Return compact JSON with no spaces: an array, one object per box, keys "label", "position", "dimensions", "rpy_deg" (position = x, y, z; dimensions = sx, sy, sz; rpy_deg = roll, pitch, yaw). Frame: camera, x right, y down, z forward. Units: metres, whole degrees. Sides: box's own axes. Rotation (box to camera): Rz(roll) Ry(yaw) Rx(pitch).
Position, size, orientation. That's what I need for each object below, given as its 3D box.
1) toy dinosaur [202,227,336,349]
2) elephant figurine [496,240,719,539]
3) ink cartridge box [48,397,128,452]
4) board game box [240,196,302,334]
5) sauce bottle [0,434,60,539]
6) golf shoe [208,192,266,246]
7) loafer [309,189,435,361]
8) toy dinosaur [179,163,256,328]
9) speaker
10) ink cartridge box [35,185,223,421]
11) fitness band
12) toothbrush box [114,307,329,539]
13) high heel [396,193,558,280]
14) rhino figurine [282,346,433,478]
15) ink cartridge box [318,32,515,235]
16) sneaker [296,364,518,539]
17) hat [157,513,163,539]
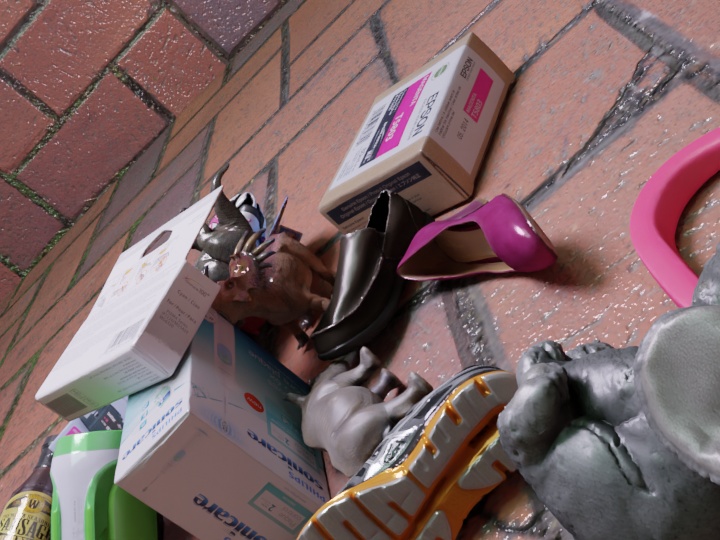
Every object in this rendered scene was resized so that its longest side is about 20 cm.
[{"label":"toy dinosaur","position":[-0.082,0.002,0.914],"dimensions":[0.086,0.136,0.200],"rpy_deg":[-43,17,18]},{"label":"elephant figurine","position":[0.163,0.044,0.382],"dimensions":[0.200,0.155,0.141],"rpy_deg":[-42,-1,40]},{"label":"ink cartridge box","position":[-0.213,0.146,0.954],"dimensions":[0.200,0.119,0.042],"rpy_deg":[-49,-4,-6]},{"label":"board game box","position":[-0.104,0.015,1.045],"dimensions":[0.158,0.039,0.200],"rpy_deg":[-135,67,-85]},{"label":"sauce bottle","position":[-0.335,0.258,0.925],"dimensions":[0.066,0.066,0.200],"rpy_deg":[-34,33,32]},{"label":"golf shoe","position":[-0.139,-0.047,1.080],"dimensions":[0.092,0.072,0.200],"rpy_deg":[-65,13,7]},{"label":"loafer","position":[0.000,0.000,0.837],"dimensions":[0.073,0.071,0.200],"rpy_deg":[-27,24,44]},{"label":"toy dinosaur","position":[-0.149,-0.007,0.955],"dimensions":[0.077,0.102,0.200],"rpy_deg":[57,-128,-78]},{"label":"speaker","position":[-0.200,0.231,0.719],"dimensions":[0.088,0.088,0.200],"rpy_deg":[-24,66,46]},{"label":"ink cartridge box","position":[-0.191,0.033,0.807],"dimensions":[0.200,0.045,0.176],"rpy_deg":[-25,33,46]},{"label":"fitness band","position":[0.234,-0.035,0.530],"dimensions":[0.144,0.037,0.200],"rpy_deg":[-45,21,16]},{"label":"toothbrush box","position":[-0.112,0.130,0.755],"dimensions":[0.085,0.146,0.200],"rpy_deg":[-44,21,11]},{"label":"high heel","position":[0.087,-0.009,0.715],"dimensions":[0.096,0.067,0.200],"rpy_deg":[-39,7,-1]},{"label":"rhino figurine","position":[-0.008,0.107,0.714],"dimensions":[0.087,0.060,0.200],"rpy_deg":[-50,20,-10]},{"label":"ink cartridge box","position":[0.060,-0.137,0.968],"dimensions":[0.165,0.075,0.200],"rpy_deg":[-27,30,45]},{"label":"sneaker","position":[0.033,0.137,0.582],"dimensions":[0.200,0.078,0.077],"rpy_deg":[-43,9,5]},{"label":"hat","position":[-0.231,0.261,0.849],"dimensions":[0.201,0.081,0.201],"rpy_deg":[-52,24,36]}]
